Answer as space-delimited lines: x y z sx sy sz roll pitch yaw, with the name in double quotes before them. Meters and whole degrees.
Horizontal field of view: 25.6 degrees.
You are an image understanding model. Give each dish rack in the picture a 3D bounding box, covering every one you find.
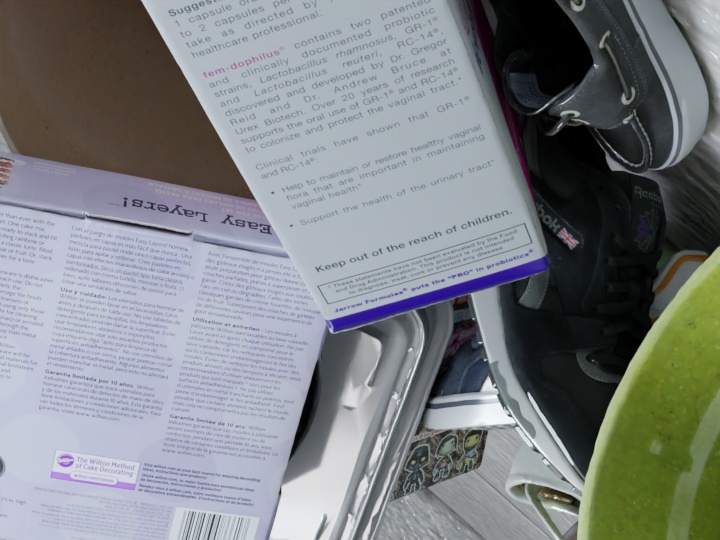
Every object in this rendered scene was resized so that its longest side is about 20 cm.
"dish rack" -0.056 0.065 0.815 0.170 0.202 0.044 23 -152 8

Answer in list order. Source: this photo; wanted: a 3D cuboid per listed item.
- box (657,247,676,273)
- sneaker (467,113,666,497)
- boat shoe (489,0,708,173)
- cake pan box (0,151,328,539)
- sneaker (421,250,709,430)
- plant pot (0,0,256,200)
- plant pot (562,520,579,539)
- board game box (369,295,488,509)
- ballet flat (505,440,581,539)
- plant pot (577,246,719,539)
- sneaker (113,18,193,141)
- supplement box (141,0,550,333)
"box" 0.186 0.081 0.757 0.199 0.036 0.146 27 119 56
"sneaker" 0.095 0.002 0.679 0.075 0.087 0.202 17 -135 -50
"boat shoe" 0.078 -0.088 0.595 0.070 0.066 0.200 35 169 32
"cake pan box" -0.114 0.046 0.736 0.197 0.186 0.053 9 -149 -11
"sneaker" 0.105 0.037 0.776 0.078 0.081 0.199 2 170 -39
"plant pot" -0.070 -0.128 0.741 0.200 0.199 0.135 47 -161 -32
"plant pot" 0.129 0.276 0.973 0.200 0.199 0.200 39 171 8
"board game box" 0.000 0.000 0.884 0.159 0.096 0.202 33 124 39
"ballet flat" 0.156 0.151 0.911 0.199 0.070 0.070 31 166 50
"plant pot" 0.212 0.094 0.576 0.183 0.202 0.200 32 174 -19
"sneaker" -0.102 -0.043 0.844 0.066 0.090 0.203 3 102 48
"supplement box" -0.003 -0.084 0.609 0.201 0.102 0.102 60 -162 -47
